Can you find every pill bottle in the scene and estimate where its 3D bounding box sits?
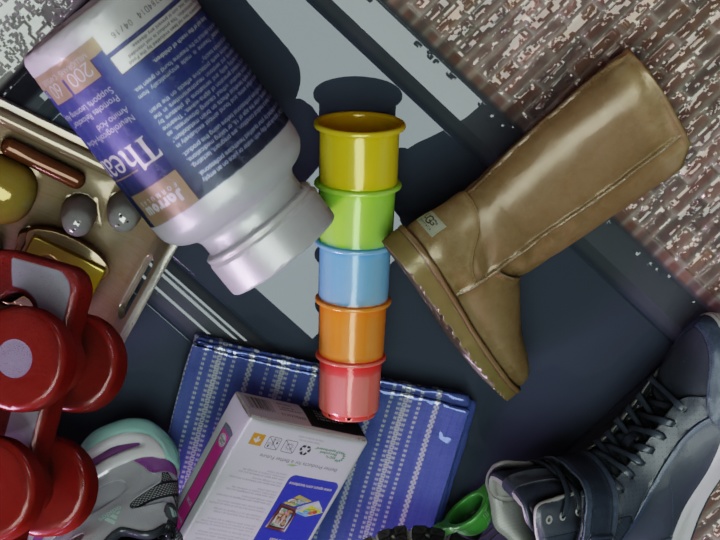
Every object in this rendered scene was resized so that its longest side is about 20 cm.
[{"bbox_3d":[-0.109,-0.087,1.641,0.111,0.111,0.200,-36,100,12],"label":"pill bottle"}]

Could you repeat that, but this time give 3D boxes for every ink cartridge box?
[{"bbox_3d":[-0.082,0.176,1.765,0.095,0.037,0.200,14,114,-33],"label":"ink cartridge box"}]

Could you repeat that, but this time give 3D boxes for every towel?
[{"bbox_3d":[-0.033,0.126,1.791,0.200,0.024,0.145,13,113,-5],"label":"towel"}]

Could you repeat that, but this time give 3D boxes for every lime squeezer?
[{"bbox_3d":[0.091,0.175,1.797,0.200,0.038,0.071,-7,123,-15],"label":"lime squeezer"}]

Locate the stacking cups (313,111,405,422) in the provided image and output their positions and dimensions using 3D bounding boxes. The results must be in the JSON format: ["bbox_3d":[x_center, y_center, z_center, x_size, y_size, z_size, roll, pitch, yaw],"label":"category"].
[{"bbox_3d":[0.000,0.000,1.708,0.060,0.061,0.200,-1,106,-1],"label":"stacking cups"}]

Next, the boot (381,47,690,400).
[{"bbox_3d":[0.132,-0.024,1.706,0.200,0.066,0.175,-37,136,-1],"label":"boot"}]

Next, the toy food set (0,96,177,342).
[{"bbox_3d":[-0.227,-0.025,1.703,0.200,0.060,0.144,26,108,-10],"label":"toy food set"}]

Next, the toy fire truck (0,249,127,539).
[{"bbox_3d":[-0.252,0.082,1.669,0.168,0.112,0.200,14,91,16],"label":"toy fire truck"}]

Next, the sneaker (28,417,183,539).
[{"bbox_3d":[-0.205,0.193,1.737,0.200,0.140,0.078,-29,135,17],"label":"sneaker"}]

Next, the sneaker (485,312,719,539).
[{"bbox_3d":[0.167,0.118,1.734,0.146,0.077,0.203,8,110,-30],"label":"sneaker"}]

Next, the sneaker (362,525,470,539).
[{"bbox_3d":[0.071,0.234,1.759,0.200,0.078,0.090,15,118,-25],"label":"sneaker"}]
